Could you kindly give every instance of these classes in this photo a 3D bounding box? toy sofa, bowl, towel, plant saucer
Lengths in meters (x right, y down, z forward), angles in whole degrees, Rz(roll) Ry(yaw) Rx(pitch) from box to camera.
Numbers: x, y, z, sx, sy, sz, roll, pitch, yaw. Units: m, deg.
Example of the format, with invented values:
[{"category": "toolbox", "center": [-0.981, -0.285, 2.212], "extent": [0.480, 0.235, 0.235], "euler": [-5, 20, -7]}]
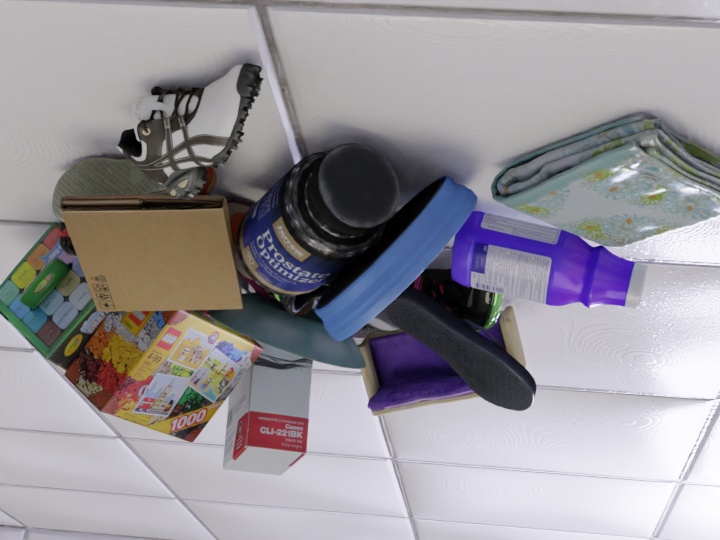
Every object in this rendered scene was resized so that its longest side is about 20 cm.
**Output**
[{"category": "toy sofa", "center": [0.098, 0.110, 1.764], "extent": [0.199, 0.083, 0.098], "euler": [-11, -166, 17]}, {"category": "bowl", "center": [0.032, -0.015, 1.423], "extent": [0.039, 0.201, 0.201], "euler": [45, 150, -6]}, {"category": "towel", "center": [0.251, -0.077, 1.379], "extent": [0.171, 0.048, 0.200], "euler": [23, 154, -35]}, {"category": "plant saucer", "center": [-0.081, 0.063, 1.714], "extent": [0.201, 0.039, 0.201], "euler": [20, -175, -2]}]

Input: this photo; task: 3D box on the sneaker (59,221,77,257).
[{"category": "sneaker", "center": [-0.229, -0.045, 1.589], "extent": [0.200, 0.080, 0.095], "euler": [3, 172, 30]}]

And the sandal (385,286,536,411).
[{"category": "sandal", "center": [0.121, 0.080, 1.603], "extent": [0.200, 0.043, 0.076], "euler": [40, 142, -7]}]

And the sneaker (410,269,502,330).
[{"category": "sneaker", "center": [0.099, 0.032, 1.644], "extent": [0.084, 0.077, 0.200], "euler": [13, 157, -24]}]

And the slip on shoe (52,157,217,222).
[{"category": "slip on shoe", "center": [-0.234, -0.082, 1.479], "extent": [0.200, 0.074, 0.061], "euler": [-11, 156, 27]}]

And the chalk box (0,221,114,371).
[{"category": "chalk box", "center": [-0.334, 0.039, 1.682], "extent": [0.124, 0.125, 0.200], "euler": [38, 174, 30]}]

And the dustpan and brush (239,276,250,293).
[{"category": "dustpan and brush", "center": [-0.189, 0.002, 1.688], "extent": [0.139, 0.057, 0.200], "euler": [9, 159, -9]}]

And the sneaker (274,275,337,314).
[{"category": "sneaker", "center": [0.000, 0.000, 1.568], "extent": [0.200, 0.084, 0.077], "euler": [-18, 152, 12]}]

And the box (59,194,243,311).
[{"category": "box", "center": [-0.210, -0.015, 1.494], "extent": [0.163, 0.021, 0.200], "euler": [-1, 148, 1]}]

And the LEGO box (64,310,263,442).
[{"category": "LEGO box", "center": [-0.227, 0.106, 1.697], "extent": [0.077, 0.149, 0.200], "euler": [39, -177, 30]}]

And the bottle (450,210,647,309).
[{"category": "bottle", "center": [0.196, -0.005, 1.505], "extent": [0.199, 0.065, 0.084], "euler": [13, 138, 12]}]

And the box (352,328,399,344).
[{"category": "box", "center": [0.068, 0.079, 1.844], "extent": [0.199, 0.039, 0.041], "euler": [2, 157, 11]}]

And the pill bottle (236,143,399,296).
[{"category": "pill bottle", "center": [-0.041, -0.052, 1.437], "extent": [0.112, 0.112, 0.200], "euler": [14, 158, -20]}]

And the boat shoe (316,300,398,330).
[{"category": "boat shoe", "center": [-0.020, 0.028, 1.710], "extent": [0.066, 0.070, 0.200], "euler": [-8, 162, 30]}]

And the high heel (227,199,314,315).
[{"category": "high heel", "center": [-0.128, -0.024, 1.628], "extent": [0.096, 0.067, 0.200], "euler": [35, 163, 42]}]

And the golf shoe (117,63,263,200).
[{"category": "golf shoe", "center": [-0.159, -0.134, 1.311], "extent": [0.094, 0.078, 0.200], "euler": [28, 143, -17]}]

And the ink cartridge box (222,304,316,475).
[{"category": "ink cartridge box", "center": [-0.117, 0.149, 1.860], "extent": [0.084, 0.201, 0.144], "euler": [8, 159, -14]}]
